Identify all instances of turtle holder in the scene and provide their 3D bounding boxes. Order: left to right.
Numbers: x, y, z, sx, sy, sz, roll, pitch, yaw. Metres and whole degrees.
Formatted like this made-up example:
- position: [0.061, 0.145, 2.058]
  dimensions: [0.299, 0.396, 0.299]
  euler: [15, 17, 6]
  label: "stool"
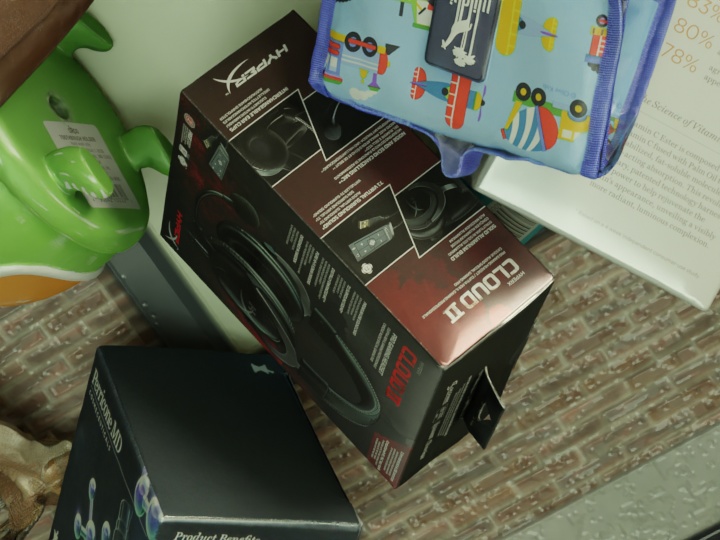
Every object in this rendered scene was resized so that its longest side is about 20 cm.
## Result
- position: [-0.193, -0.066, 1.247]
  dimensions: [0.131, 0.141, 0.186]
  euler: [-36, 106, 20]
  label: "turtle holder"

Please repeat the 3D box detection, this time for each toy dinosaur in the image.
- position: [-0.238, 0.096, 1.360]
  dimensions: [0.199, 0.086, 0.136]
  euler: [10, 151, 19]
  label: "toy dinosaur"

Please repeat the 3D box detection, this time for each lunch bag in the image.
- position: [0.064, -0.139, 1.115]
  dimensions: [0.150, 0.094, 0.201]
  euler: [18, 100, 26]
  label: "lunch bag"

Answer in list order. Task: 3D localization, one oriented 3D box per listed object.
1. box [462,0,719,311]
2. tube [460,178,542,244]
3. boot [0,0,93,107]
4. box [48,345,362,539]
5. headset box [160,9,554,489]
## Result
- position: [0.147, -0.102, 1.186]
  dimensions: [0.124, 0.097, 0.201]
  euler: [28, 95, -5]
  label: "box"
- position: [0.030, -0.004, 1.302]
  dimensions: [0.200, 0.050, 0.077]
  euler: [-41, 94, 26]
  label: "tube"
- position: [-0.125, -0.177, 1.123]
  dimensions: [0.064, 0.200, 0.187]
  euler: [33, 149, 24]
  label: "boot"
- position: [-0.091, 0.163, 1.308]
  dimensions: [0.106, 0.149, 0.201]
  euler: [5, 120, -23]
  label: "box"
- position: [0.000, 0.000, 1.210]
  dimensions: [0.200, 0.077, 0.149]
  euler: [48, 157, 14]
  label: "headset box"
